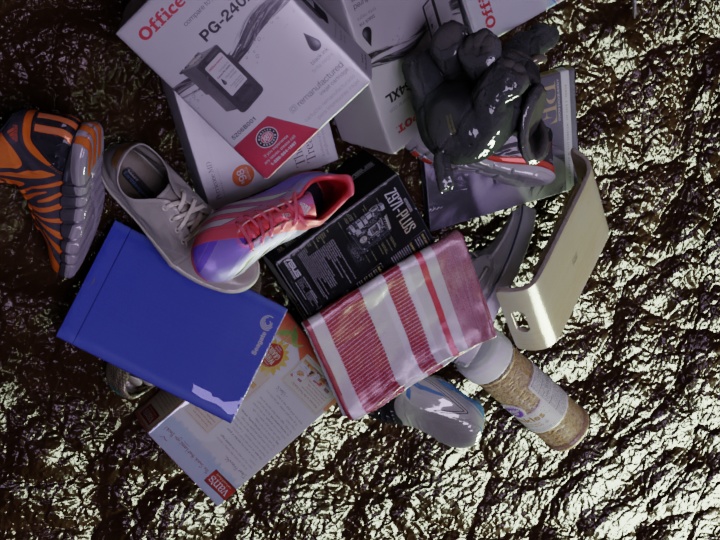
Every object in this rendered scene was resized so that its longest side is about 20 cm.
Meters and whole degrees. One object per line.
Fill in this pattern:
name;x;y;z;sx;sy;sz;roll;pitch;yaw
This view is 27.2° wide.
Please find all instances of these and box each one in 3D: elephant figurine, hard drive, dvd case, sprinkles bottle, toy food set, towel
elephant figurine;0.140;-0.170;1.502;0.155;0.142;0.200;-42;158;21
hard drive;-0.192;0.053;1.527;0.199;0.025;0.132;27;83;-9
dvd case;0.159;-0.139;1.688;0.199;0.016;0.149;-17;118;-20
sprinkles bottle;0.198;0.145;1.803;0.068;0.068;0.200;-49;124;1
toy food set;0.217;-0.022;1.693;0.200;0.060;0.144;-62;152;-20
towel;0.046;0.062;1.614;0.200;0.023;0.144;-30;122;-12

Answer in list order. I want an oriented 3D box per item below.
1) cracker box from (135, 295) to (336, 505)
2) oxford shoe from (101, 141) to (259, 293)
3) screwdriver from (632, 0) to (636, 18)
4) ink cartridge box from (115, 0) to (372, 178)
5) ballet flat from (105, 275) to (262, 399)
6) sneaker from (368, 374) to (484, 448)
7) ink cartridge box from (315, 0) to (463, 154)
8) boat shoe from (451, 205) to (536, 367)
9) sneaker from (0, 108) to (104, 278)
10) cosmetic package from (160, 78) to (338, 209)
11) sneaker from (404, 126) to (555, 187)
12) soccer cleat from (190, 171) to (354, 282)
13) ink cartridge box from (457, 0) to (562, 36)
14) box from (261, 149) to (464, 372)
cracker box;-0.129;0.144;1.643;0.200;0.058;0.134;-41;122;-6
oxford shoe;-0.179;-0.052;1.485;0.200;0.058;0.075;44;64;-9
screwdriver;0.304;-0.379;1.651;0.029;0.028;0.201;-40;131;-41
ink cartridge box;-0.108;-0.210;1.388;0.145;0.083;0.200;-41;109;16
ballet flat;-0.176;0.075;1.578;0.200;0.075;0.068;-34;125;-10
sneaker;0.059;0.144;1.743;0.200;0.073;0.072;28;127;-22
ink cartridge box;0.027;-0.242;1.507;0.146;0.084;0.201;-41;129;-27
boat shoe;0.138;0.010;1.718;0.066;0.072;0.201;26;95;-2
sneaker;-0.312;-0.082;1.447;0.112;0.078;0.200;16;133;3
cosmetic package;-0.118;-0.180;1.510;0.150;0.052;0.201;-23;120;-13
sneaker;0.128;-0.150;1.631;0.199;0.077;0.082;15;78;-31
soccer cleat;-0.088;-0.050;1.480;0.200;0.076;0.067;-33;103;-44
ink cartridge box;0.165;-0.349;1.557;0.200;0.083;0.146;-30;123;-12
box;0.000;0.000;1.627;0.164;0.086;0.200;-37;123;-8
